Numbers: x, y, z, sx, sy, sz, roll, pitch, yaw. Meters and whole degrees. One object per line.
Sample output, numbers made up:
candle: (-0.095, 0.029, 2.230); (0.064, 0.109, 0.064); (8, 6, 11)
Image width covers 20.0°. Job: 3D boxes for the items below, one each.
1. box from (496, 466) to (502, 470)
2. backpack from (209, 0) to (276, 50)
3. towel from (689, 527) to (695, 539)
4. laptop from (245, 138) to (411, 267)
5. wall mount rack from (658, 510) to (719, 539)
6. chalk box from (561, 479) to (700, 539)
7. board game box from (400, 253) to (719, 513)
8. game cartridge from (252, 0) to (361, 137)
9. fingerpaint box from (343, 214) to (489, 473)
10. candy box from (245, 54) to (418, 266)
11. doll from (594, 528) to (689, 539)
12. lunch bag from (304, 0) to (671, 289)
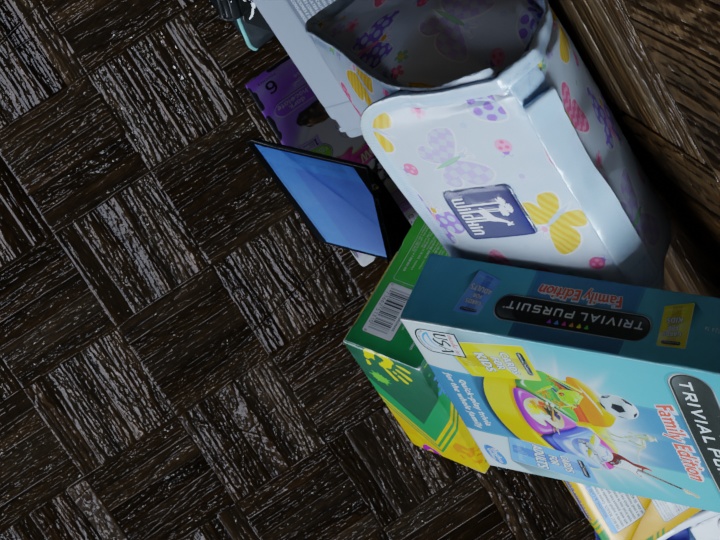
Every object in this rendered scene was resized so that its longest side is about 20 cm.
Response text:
box: (0.163, 0.092, 2.046); (0.044, 0.159, 0.200); (55, -178, -31)
backpack: (-0.079, -0.293, 1.516); (0.176, 0.152, 0.201); (57, -178, -39)
towel: (0.239, 0.175, 1.679); (0.201, 0.111, 0.049); (57, -170, -29)
laptop: (0.000, 0.000, 1.634); (0.177, 0.102, 0.202); (52, -159, -56)
wall mount rack: (0.254, 0.238, 1.464); (0.074, 0.173, 0.201); (-31, -92, -46)
chalk box: (0.176, 0.088, 1.439); (0.125, 0.123, 0.200); (57, 180, -18)
board game box: (0.138, 0.065, 1.098); (0.198, 0.047, 0.151); (9, 149, 33)
game cartridge: (0.006, -0.181, 1.443); (0.200, 0.132, 0.041); (55, -145, -40)
fingerpaint box: (0.090, 0.021, 1.518); (0.073, 0.201, 0.167); (20, 158, 31)
candy box: (0.016, -0.132, 1.817); (0.201, 0.167, 0.072); (57, -178, 37)
doll: (0.216, 0.144, 1.557); (0.048, 0.135, 0.202); (133, 135, -68)
lunch bag: (0.074, -0.075, 1.113); (0.170, 0.127, 0.200); (54, 175, -33)
